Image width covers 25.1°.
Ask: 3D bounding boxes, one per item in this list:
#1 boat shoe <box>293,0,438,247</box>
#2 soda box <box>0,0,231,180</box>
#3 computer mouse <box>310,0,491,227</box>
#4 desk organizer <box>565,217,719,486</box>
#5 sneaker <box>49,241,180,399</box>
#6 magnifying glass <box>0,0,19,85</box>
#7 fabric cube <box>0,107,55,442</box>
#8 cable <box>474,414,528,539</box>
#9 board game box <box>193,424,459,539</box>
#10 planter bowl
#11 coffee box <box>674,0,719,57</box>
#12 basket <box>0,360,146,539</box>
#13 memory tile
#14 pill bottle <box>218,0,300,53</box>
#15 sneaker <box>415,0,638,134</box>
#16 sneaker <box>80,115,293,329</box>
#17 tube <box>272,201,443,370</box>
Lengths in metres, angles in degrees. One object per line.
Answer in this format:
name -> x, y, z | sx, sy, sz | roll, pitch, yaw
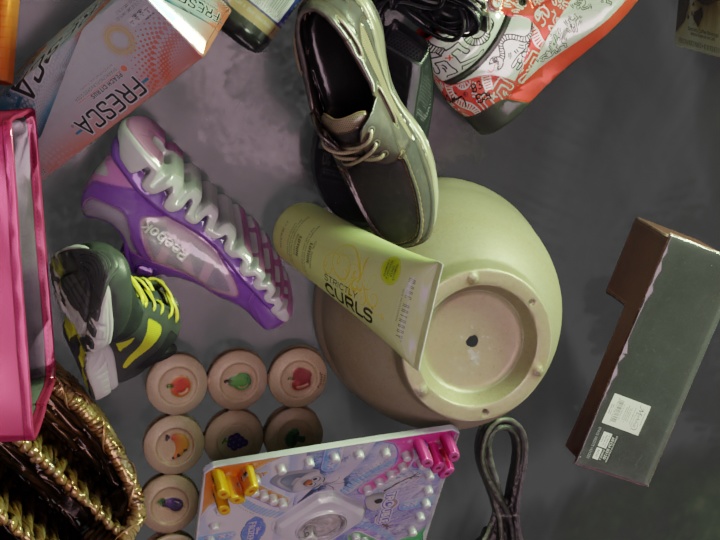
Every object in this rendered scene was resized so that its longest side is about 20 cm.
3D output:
boat shoe -> -0.005, -0.106, 1.168 | 0.074, 0.073, 0.201 | -18, 98, 29
soda box -> -0.183, -0.141, 1.125 | 0.199, 0.064, 0.068 | -31, 114, 36
computer mouse -> 0.020, -0.131, 1.221 | 0.138, 0.053, 0.201 | 19, 113, 18
desk organizer -> 0.231, 0.065, 1.327 | 0.071, 0.077, 0.201 | 18, 99, -17
sneaker -> -0.173, 0.024, 1.174 | 0.084, 0.200, 0.075 | -24, 73, -18
magnifying glass -> -0.242, -0.230, 1.117 | 0.022, 0.080, 0.202 | 5, 87, 7
fabric cube -> -0.306, 0.001, 1.030 | 0.198, 0.200, 0.198 | -3, 97, -7
cable -> 0.124, 0.224, 1.357 | 0.096, 0.050, 0.201 | 9, 103, -17
board game box -> -0.030, 0.201, 1.261 | 0.198, 0.026, 0.201 | -7, 141, -16
planter bowl -> 0.074, 0.040, 1.253 | 0.199, 0.135, 0.202 | -4, 105, -13
coffee box -> 0.306, -0.266, 1.240 | 0.079, 0.113, 0.202 | 0, 104, -13
basket -> -0.253, 0.151, 1.196 | 0.143, 0.149, 0.200 | -42, 109, 0
memory tile -> -0.103, 0.159, 1.297 | 0.152, 0.017, 0.202 | -1, 105, -18
pill bottle -> -0.057, -0.266, 1.153 | 0.112, 0.112, 0.200 | 36, 94, -19
sneaker -> 0.131, -0.209, 1.237 | 0.201, 0.067, 0.108 | -44, 112, 3
sneaker -> -0.134, -0.022, 1.222 | 0.088, 0.081, 0.200 | -39, 113, 13
tube -> 0.000, 0.000, 1.177 | 0.052, 0.200, 0.058 | -36, 123, -14
